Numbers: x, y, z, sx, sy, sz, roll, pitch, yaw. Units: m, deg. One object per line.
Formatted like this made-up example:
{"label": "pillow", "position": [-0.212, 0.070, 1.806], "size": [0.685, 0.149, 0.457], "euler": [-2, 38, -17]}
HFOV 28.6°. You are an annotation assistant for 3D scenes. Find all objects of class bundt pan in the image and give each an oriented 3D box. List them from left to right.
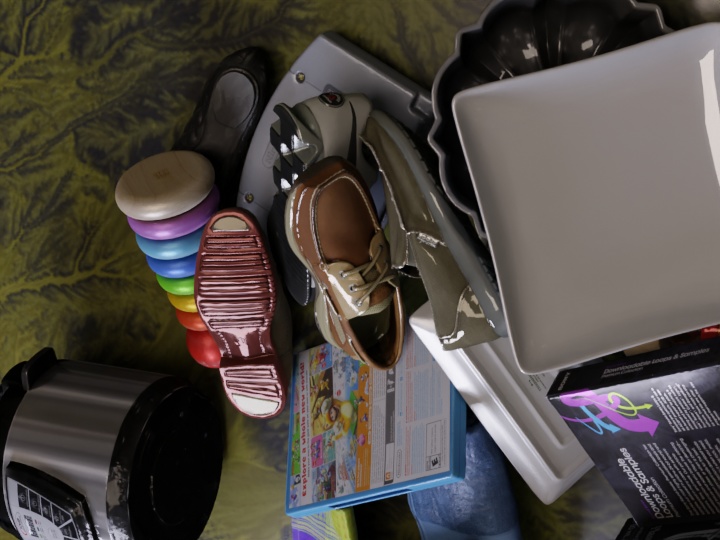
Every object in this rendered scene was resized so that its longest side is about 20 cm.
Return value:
{"label": "bundt pan", "position": [0.146, -0.107, 1.025], "size": [0.199, 0.076, 0.205], "euler": [0, 95, 1]}

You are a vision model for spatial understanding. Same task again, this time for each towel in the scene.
{"label": "towel", "position": [-0.031, 0.287, 1.232], "size": [0.143, 0.022, 0.203], "euler": [-162, 71, -68]}
{"label": "towel", "position": [0.086, 0.202, 1.165], "size": [0.111, 0.048, 0.202], "euler": [8, 119, 49]}

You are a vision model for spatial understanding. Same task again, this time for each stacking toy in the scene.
{"label": "stacking toy", "position": [-0.142, 0.002, 1.211], "size": [0.084, 0.086, 0.202], "euler": [4, 128, 25]}

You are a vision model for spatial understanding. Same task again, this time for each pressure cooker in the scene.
{"label": "pressure cooker", "position": [-0.245, 0.173, 1.283], "size": [0.198, 0.178, 0.178], "euler": [7, 78, 25]}

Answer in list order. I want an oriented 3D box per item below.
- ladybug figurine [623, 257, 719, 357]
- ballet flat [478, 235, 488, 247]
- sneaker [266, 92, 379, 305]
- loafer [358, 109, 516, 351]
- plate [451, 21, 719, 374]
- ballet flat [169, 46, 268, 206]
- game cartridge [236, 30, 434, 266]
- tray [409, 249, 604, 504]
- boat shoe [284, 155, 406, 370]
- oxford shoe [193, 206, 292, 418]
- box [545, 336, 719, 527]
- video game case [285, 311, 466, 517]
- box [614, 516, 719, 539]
{"label": "ladybug figurine", "position": [0.287, 0.043, 1.031], "size": [0.198, 0.072, 0.138], "euler": [14, 112, 23]}
{"label": "ballet flat", "position": [0.116, 0.025, 1.120], "size": [0.065, 0.070, 0.203], "euler": [14, 103, 30]}
{"label": "sneaker", "position": [-0.023, -0.055, 1.121], "size": [0.074, 0.088, 0.201], "euler": [52, 149, 33]}
{"label": "loafer", "position": [0.044, -0.029, 1.031], "size": [0.069, 0.075, 0.202], "euler": [-33, 68, 15]}
{"label": "plate", "position": [0.179, -0.049, 0.976], "size": [0.197, 0.032, 0.202], "euler": [-15, 93, 2]}
{"label": "ballet flat", "position": [-0.127, -0.105, 1.217], "size": [0.066, 0.057, 0.201], "euler": [34, 125, -2]}
{"label": "game cartridge", "position": [-0.027, -0.088, 1.172], "size": [0.133, 0.041, 0.201], "euler": [36, 118, 17]}
{"label": "tray", "position": [0.133, 0.080, 1.084], "size": [0.107, 0.022, 0.201], "euler": [-39, 110, -6]}
{"label": "boat shoe", "position": [0.000, 0.000, 1.078], "size": [0.074, 0.075, 0.201], "euler": [43, 160, 38]}
{"label": "oxford shoe", "position": [-0.095, 0.025, 1.192], "size": [0.069, 0.075, 0.202], "euler": [4, 124, 10]}
{"label": "box", "position": [0.250, 0.117, 1.022], "size": [0.199, 0.036, 0.144], "euler": [-18, 117, 43]}
{"label": "video game case", "position": [0.010, 0.116, 1.153], "size": [0.199, 0.018, 0.145], "euler": [-21, 59, 44]}
{"label": "box", "position": [0.276, 0.254, 1.028], "size": [0.195, 0.200, 0.125], "euler": [-19, 97, 29]}
